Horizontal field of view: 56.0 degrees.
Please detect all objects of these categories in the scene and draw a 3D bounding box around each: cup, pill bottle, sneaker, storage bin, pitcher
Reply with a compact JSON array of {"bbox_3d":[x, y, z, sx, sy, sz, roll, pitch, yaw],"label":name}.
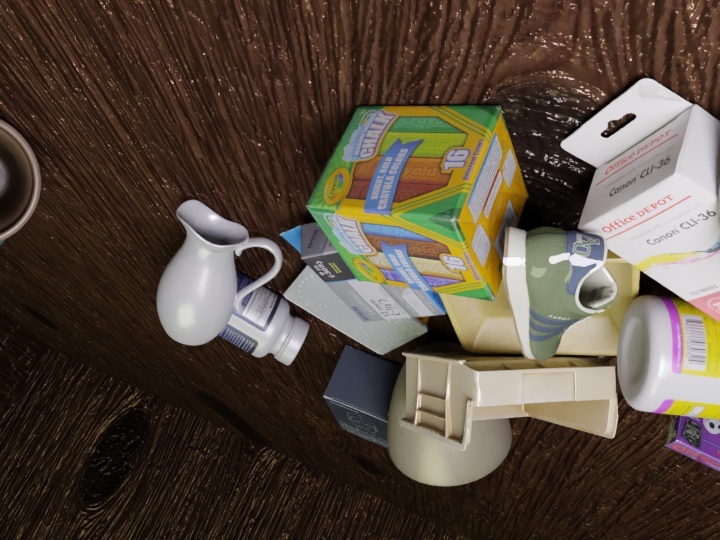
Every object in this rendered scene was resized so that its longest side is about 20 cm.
[{"bbox_3d":[0.125,0.196,1.025,0.196,0.200,0.147,8,123,35],"label":"cup"},{"bbox_3d":[0.345,0.084,0.616,0.193,0.107,0.105,6,154,4],"label":"pill bottle"},{"bbox_3d":[0.182,0.028,0.601,0.087,0.069,0.201,-2,150,21],"label":"sneaker"},{"bbox_3d":[-0.191,0.079,1.173,0.197,0.113,0.111,32,156,-10],"label":"pill bottle"},{"bbox_3d":[0.172,0.148,0.816,0.194,0.097,0.198,1,177,-19],"label":"storage bin"},{"bbox_3d":[-0.216,0.018,1.022,0.167,0.122,0.204,20,120,-5],"label":"pitcher"}]

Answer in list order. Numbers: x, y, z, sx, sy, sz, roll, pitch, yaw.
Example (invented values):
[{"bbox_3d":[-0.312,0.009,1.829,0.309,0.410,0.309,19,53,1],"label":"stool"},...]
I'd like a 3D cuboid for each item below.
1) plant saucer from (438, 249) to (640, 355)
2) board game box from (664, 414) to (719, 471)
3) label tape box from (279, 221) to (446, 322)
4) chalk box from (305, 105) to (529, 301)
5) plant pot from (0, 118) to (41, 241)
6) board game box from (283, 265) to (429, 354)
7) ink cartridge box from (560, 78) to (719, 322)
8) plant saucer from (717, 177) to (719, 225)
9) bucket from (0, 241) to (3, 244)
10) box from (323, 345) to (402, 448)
[{"bbox_3d":[0.189,0.025,0.715,0.194,0.050,0.201,-1,148,21],"label":"plant saucer"},{"bbox_3d":[0.428,0.170,0.713,0.195,0.122,0.032,24,157,5],"label":"board game box"},{"bbox_3d":[0.000,0.000,0.849,0.196,0.067,0.143,-11,137,38],"label":"label tape box"},{"bbox_3d":[0.039,-0.067,0.636,0.195,0.127,0.125,8,151,33],"label":"chalk box"},{"bbox_3d":[-0.625,-0.150,1.104,0.199,0.203,0.174,37,171,-24],"label":"plant pot"},{"bbox_3d":[-0.011,0.054,1.046,0.197,0.026,0.200,32,156,-8],"label":"board game box"},{"bbox_3d":[0.254,-0.047,0.525,0.197,0.069,0.116,31,156,-8],"label":"ink cartridge box"},{"bbox_3d":[0.315,-0.044,0.389,0.049,0.207,0.198,-7,179,-37],"label":"plant saucer"},{"bbox_3d":[-0.727,-0.137,1.262,0.202,0.137,0.209,20,154,10],"label":"bucket"},{"bbox_3d":[0.028,0.251,1.295,0.145,0.109,0.202,18,155,18],"label":"box"}]
